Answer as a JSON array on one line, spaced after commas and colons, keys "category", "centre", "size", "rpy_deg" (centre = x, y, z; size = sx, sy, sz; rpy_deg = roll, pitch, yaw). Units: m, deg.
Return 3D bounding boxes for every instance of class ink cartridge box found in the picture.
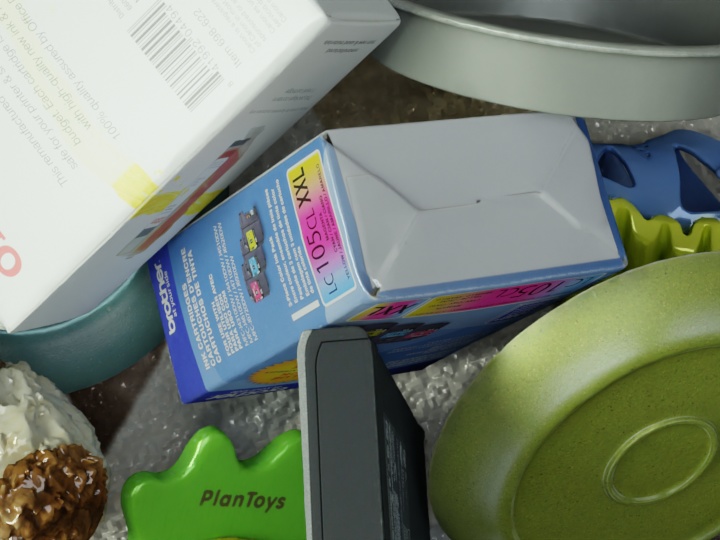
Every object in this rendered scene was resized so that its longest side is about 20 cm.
[{"category": "ink cartridge box", "centre": [-0.107, -0.093, 1.166], "size": [0.200, 0.083, 0.145], "rpy_deg": [-42, 79, 20]}, {"category": "ink cartridge box", "centre": [0.000, 0.000, 1.211], "size": [0.136, 0.200, 0.077], "rpy_deg": [-7, 78, -33]}]

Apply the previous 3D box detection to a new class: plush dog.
[{"category": "plush dog", "centre": [-0.185, 0.065, 1.198], "size": [0.171, 0.200, 0.161], "rpy_deg": [34, 79, -13]}]

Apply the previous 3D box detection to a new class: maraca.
[{"category": "maraca", "centre": [-0.074, 0.159, 1.231], "size": [0.137, 0.107, 0.201], "rpy_deg": [3, 113, -40]}]

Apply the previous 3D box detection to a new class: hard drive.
[{"category": "hard drive", "centre": [0.006, 0.114, 1.191], "size": [0.033, 0.200, 0.140], "rpy_deg": [-5, 75, 6]}]

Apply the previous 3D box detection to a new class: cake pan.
[{"category": "cake pan", "centre": [0.087, -0.106, 1.224], "size": [0.199, 0.200, 0.037], "rpy_deg": [6, 107, -6]}]

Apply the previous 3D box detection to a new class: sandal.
[{"category": "sandal", "centre": [0.140, -0.029, 1.293], "size": [0.199, 0.080, 0.087], "rpy_deg": [11, 52, 1]}]

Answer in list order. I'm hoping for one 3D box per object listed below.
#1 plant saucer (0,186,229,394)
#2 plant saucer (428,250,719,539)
[{"category": "plant saucer", "centre": [-0.158, -0.041, 1.270], "size": [0.199, 0.036, 0.201], "rpy_deg": [0, 89, -6]}, {"category": "plant saucer", "centre": [0.127, 0.074, 1.235], "size": [0.199, 0.200, 0.031], "rpy_deg": [-23, 50, -6]}]
